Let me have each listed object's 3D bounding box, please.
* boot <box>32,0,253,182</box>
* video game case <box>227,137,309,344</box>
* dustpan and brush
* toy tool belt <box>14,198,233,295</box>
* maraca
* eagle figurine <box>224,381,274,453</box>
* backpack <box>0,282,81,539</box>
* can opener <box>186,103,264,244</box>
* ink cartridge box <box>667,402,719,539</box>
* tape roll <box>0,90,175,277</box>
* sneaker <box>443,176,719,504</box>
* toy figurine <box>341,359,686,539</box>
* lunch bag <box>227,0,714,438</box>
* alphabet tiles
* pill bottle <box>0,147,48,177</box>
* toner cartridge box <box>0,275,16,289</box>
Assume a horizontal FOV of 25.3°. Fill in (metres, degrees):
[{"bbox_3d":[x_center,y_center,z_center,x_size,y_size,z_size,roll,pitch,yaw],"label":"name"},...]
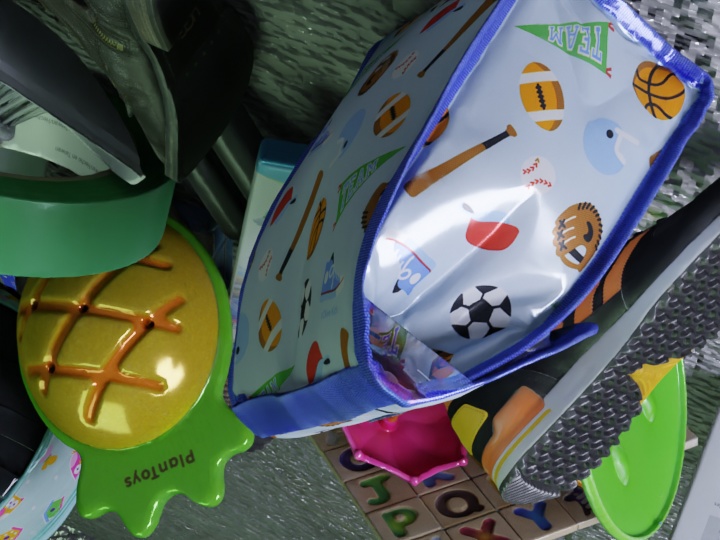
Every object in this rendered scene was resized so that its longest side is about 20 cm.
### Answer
[{"bbox_3d":[-0.147,-0.143,0.802,0.174,0.069,0.200,27,152,18],"label":"boot"},{"bbox_3d":[0.000,0.000,0.919,0.143,0.018,0.200,10,147,-6],"label":"video game case"},{"bbox_3d":[-0.198,-0.116,0.880,0.140,0.057,0.200,35,-161,-34],"label":"dustpan and brush"},{"bbox_3d":[-0.139,-0.005,1.103,0.200,0.125,0.123,13,-170,42],"label":"toy tool belt"},{"bbox_3d":[-0.134,0.055,0.941,0.137,0.200,0.107,-26,156,13],"label":"maraca"},{"bbox_3d":[-0.150,0.077,1.255,0.151,0.152,0.200,-19,161,1],"label":"eagle figurine"},{"bbox_3d":[-0.262,0.095,1.051,0.200,0.176,0.153,22,165,30],"label":"backpack"},{"bbox_3d":[-0.059,-0.052,0.942,0.053,0.067,0.200,-10,131,26],"label":"can opener"},{"bbox_3d":[0.281,0.179,0.915,0.200,0.176,0.084,16,158,28],"label":"ink cartridge box"},{"bbox_3d":[-0.205,-0.064,0.910,0.200,0.048,0.200,14,-155,-7],"label":"tape roll"},{"bbox_3d":[0.111,0.009,0.731,0.070,0.200,0.090,25,-161,-52],"label":"sneaker"},{"bbox_3d":[0.060,0.052,0.880,0.184,0.150,0.200,-3,125,31],"label":"toy figurine"},{"bbox_3d":[0.032,-0.015,0.680,0.124,0.200,0.170,40,157,-12],"label":"lunch bag"},{"bbox_3d":[0.088,0.106,0.949,0.167,0.200,0.008,-132,30,-55],"label":"alphabet tiles"},{"bbox_3d":[-0.298,-0.073,1.091,0.114,0.114,0.200,37,157,-29],"label":"pill bottle"},{"bbox_3d":[-0.250,0.004,1.332,0.095,0.043,0.200,23,160,5],"label":"toner cartridge box"}]
